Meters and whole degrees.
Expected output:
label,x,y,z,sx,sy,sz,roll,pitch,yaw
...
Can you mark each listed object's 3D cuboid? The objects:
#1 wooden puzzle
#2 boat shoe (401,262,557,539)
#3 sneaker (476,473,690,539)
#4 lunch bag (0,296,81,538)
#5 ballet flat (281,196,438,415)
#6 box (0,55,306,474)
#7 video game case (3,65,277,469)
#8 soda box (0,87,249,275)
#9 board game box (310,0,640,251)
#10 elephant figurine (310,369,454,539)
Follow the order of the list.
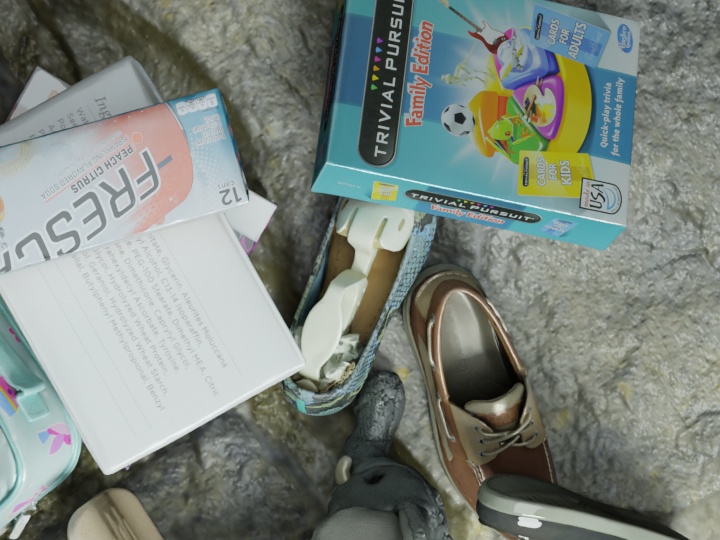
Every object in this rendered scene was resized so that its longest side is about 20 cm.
label,x,y,z,sx,sy,sz,roll,pitch,yaw
wooden puzzle,-0.124,0.223,1.203,0.046,0.200,0.185,-33,89,-1
boat shoe,0.082,0.093,1.304,0.076,0.072,0.200,-26,99,-8
sneaker,0.137,0.202,1.285,0.200,0.075,0.106,23,92,-41
lunch bag,-0.259,0.073,1.159,0.160,0.077,0.200,-38,82,24
ballet flat,0.000,0.000,1.286,0.074,0.074,0.201,18,88,-10
box,-0.140,-0.005,1.162,0.131,0.199,0.200,-29,94,-5
video game case,-0.179,-0.001,1.276,0.181,0.036,0.200,31,87,-8
soda box,-0.160,-0.037,1.022,0.199,0.068,0.064,-17,92,-7
board game box,0.077,-0.108,1.283,0.199,0.047,0.151,11,67,-10
elephant figurine,0.009,0.187,1.261,0.155,0.142,0.200,41,89,-3
